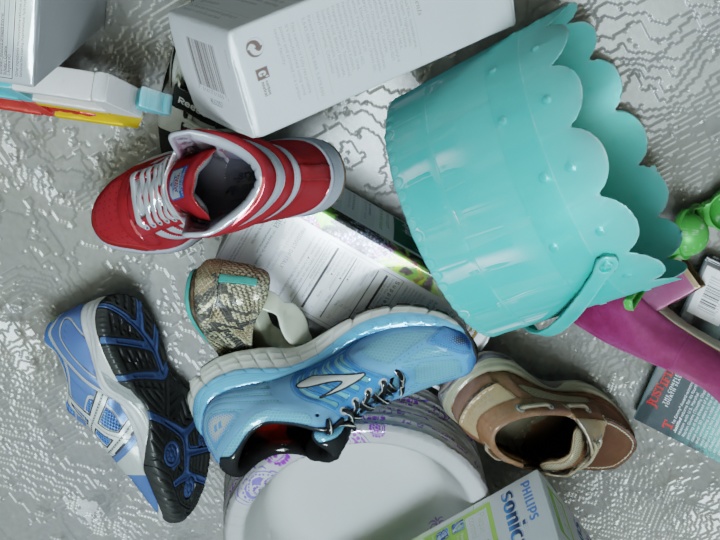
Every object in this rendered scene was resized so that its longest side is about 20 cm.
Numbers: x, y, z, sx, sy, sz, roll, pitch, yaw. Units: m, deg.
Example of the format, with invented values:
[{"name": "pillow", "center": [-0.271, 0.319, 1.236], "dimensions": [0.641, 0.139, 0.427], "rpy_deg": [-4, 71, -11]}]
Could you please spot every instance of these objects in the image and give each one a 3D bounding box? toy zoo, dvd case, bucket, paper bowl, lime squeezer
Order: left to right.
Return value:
[{"name": "toy zoo", "center": [-0.227, -0.124, 0.878], "dimensions": [0.199, 0.131, 0.021], "rpy_deg": [8, 89, -1]}, {"name": "paper bowl", "center": [-0.005, 0.168, 0.984], "dimensions": [0.200, 0.105, 0.201], "rpy_deg": [-3, 123, -4]}, {"name": "bucket", "center": [0.116, -0.060, 0.853], "dimensions": [0.134, 0.207, 0.208], "rpy_deg": [-22, 109, 22]}, {"name": "lime squeezer", "center": [0.256, -0.024, 0.918], "dimensions": [0.199, 0.071, 0.038], "rpy_deg": [-23, 136, -13]}, {"name": "dvd case", "center": [0.321, 0.093, 0.955], "dimensions": [0.199, 0.022, 0.147], "rpy_deg": [26, 112, 18]}]

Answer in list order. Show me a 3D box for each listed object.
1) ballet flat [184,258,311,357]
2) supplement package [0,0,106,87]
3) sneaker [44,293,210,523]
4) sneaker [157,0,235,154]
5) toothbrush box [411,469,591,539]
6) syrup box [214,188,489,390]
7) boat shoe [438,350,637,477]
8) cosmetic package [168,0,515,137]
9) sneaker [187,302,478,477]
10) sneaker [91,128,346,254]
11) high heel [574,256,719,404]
[{"name": "ballet flat", "center": [-0.071, 0.054, 0.923], "dimensions": [0.075, 0.068, 0.200], "rpy_deg": [3, 153, 7]}, {"name": "supplement package", "center": [-0.273, -0.219, 0.808], "dimensions": [0.199, 0.191, 0.148], "rpy_deg": [9, 111, -2]}, {"name": "sneaker", "center": [-0.179, 0.109, 1.008], "dimensions": [0.077, 0.076, 0.201], "rpy_deg": [-7, 113, 29]}, {"name": "sneaker", "center": [-0.103, -0.132, 0.892], "dimensions": [0.074, 0.089, 0.201], "rpy_deg": [12, 113, -4]}, {"name": "toothbrush box", "center": [0.073, 0.256, 0.901], "dimensions": [0.200, 0.146, 0.086], "rpy_deg": [-30, 119, 14]}, {"name": "syrup box", "center": [0.000, 0.000, 0.943], "dimensions": [0.199, 0.079, 0.082], "rpy_deg": [29, 110, -9]}, {"name": "boat shoe", "center": [0.140, 0.123, 0.953], "dimensions": [0.200, 0.072, 0.076], "rpy_deg": [19, 115, -39]}, {"name": "cosmetic package", "center": [-0.010, -0.160, 0.820], "dimensions": [0.199, 0.102, 0.074], "rpy_deg": [-25, 118, -21]}, {"name": "sneaker", "center": [-0.013, 0.091, 0.871], "dimensions": [0.199, 0.090, 0.079], "rpy_deg": [-18, 139, -1]}, {"name": "sneaker", "center": [-0.121, -0.050, 0.845], "dimensions": [0.199, 0.112, 0.072], "rpy_deg": [-11, 89, 28]}, {"name": "high heel", "center": [0.240, 0.085, 0.937], "dimensions": [0.096, 0.067, 0.200], "rpy_deg": [-36, 79, 19]}]
